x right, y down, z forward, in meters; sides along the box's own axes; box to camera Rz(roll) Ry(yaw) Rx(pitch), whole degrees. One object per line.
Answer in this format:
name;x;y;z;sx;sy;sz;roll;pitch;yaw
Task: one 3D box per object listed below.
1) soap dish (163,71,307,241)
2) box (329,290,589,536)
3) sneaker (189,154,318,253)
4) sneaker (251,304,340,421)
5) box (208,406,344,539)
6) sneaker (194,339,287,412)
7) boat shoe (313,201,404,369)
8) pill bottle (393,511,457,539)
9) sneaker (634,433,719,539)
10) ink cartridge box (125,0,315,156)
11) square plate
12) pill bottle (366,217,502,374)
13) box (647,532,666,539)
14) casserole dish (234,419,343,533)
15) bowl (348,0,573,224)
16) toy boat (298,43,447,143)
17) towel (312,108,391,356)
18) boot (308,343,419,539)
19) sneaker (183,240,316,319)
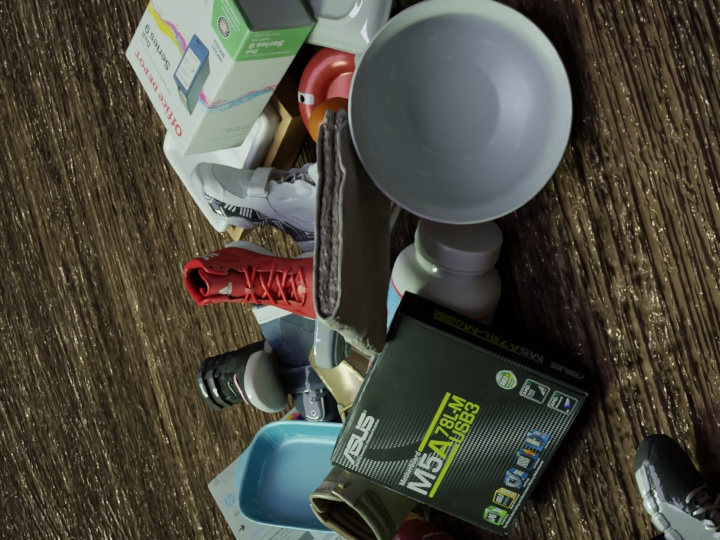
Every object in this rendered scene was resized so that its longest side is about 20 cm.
soap dish;-0.135;-0.157;1.756;0.158;0.081;0.201;54;138;25
box;0.091;0.139;1.497;0.191;0.048;0.201;22;124;-4
sneaker;-0.074;-0.094;1.656;0.198;0.075;0.116;24;120;-3
sneaker;-0.023;0.083;1.704;0.201;0.077;0.148;-18;91;50
box;-0.067;0.266;1.755;0.156;0.041;0.200;-42;52;6
sneaker;-0.137;0.131;1.764;0.200;0.098;0.071;-82;-30;-80
boat shoe;0.000;0.000;1.540;0.072;0.061;0.202;73;-151;-77
pill bottle;0.090;0.338;1.616;0.199;0.113;0.115;27;123;44
sneaker;0.319;0.217;1.322;0.115;0.075;0.201;-29;89;48
ink cartridge box;-0.147;-0.236;1.610;0.146;0.087;0.200;60;142;20
square plate;-0.027;-0.322;1.554;0.197;0.028;0.202;20;99;48
pill bottle;0.075;0.042;1.533;0.109;0.108;0.202;41;131;36
box;0.257;0.352;1.374;0.201;0.148;0.124;61;140;18
casserole dish;-0.046;0.228;1.713;0.198;0.039;0.122;0;65;32
bowl;0.087;-0.146;1.423;0.090;0.199;0.203;-102;2;-83
toy boat;0.004;-0.151;1.538;0.199;0.130;0.132;25;121;45
towel;-0.004;-0.033;1.415;0.034;0.132;0.202;-6;71;20
boot;-0.008;0.176;1.605;0.200;0.155;0.072;48;141;-3
sneaker;-0.096;0.022;1.609;0.198;0.115;0.079;6;106;35
